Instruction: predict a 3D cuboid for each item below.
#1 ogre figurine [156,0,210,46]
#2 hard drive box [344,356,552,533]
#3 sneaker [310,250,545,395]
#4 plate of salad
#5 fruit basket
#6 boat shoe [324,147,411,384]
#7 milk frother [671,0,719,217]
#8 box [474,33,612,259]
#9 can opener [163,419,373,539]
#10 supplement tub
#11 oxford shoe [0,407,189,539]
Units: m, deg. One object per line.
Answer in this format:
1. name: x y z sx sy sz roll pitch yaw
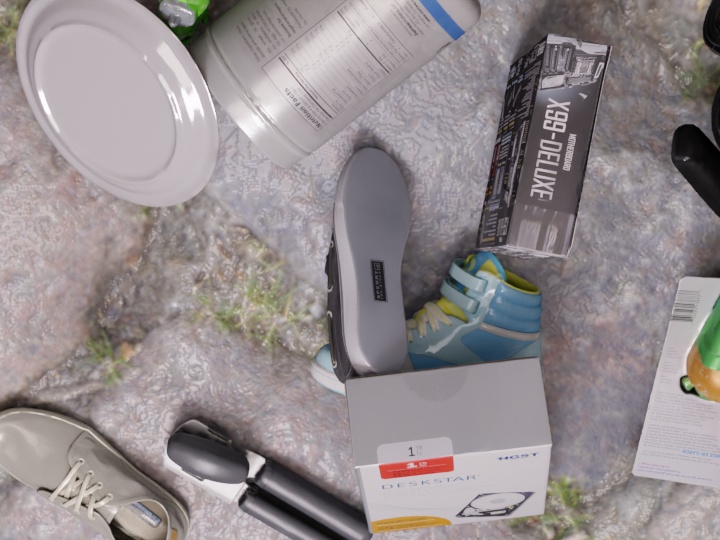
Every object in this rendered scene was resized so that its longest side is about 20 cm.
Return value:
1. ogre figurine: -0.113 -0.264 1.409 0.098 0.120 0.200 42 102 -11
2. hard drive box: 0.073 0.146 1.492 0.156 0.200 0.077 -7 66 2
3. sneaker: 0.060 0.040 1.525 0.200 0.080 0.131 1 109 -10
4. plate of salad: -0.190 -0.142 1.452 0.200 0.048 0.200 20 133 24
5. fruit basket: 0.339 0.099 1.550 0.185 0.094 0.200 7 122 -2
6. boat shoe: 0.000 0.000 1.491 0.070 0.066 0.200 8 67 -34
7. milk frother: 0.360 -0.132 1.450 0.188 0.180 0.200 36 73 -45
8. box: 0.136 -0.089 1.401 0.050 0.200 0.158 11 88 -3
9. can opener: -0.082 0.198 1.576 0.200 0.067 0.053 32 105 -9
10. supplement tub: -0.018 -0.189 1.426 0.200 0.132 0.132 -37 103 11
11. oxford shoe: -0.236 0.185 1.578 0.200 0.058 0.075 35 106 -8
